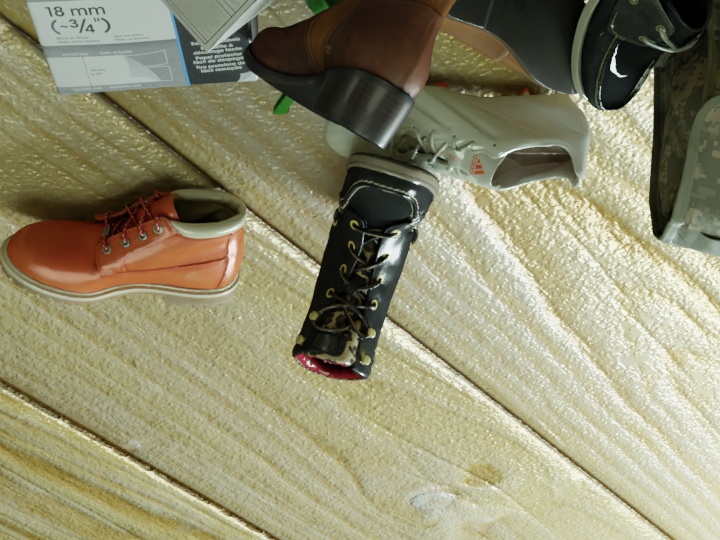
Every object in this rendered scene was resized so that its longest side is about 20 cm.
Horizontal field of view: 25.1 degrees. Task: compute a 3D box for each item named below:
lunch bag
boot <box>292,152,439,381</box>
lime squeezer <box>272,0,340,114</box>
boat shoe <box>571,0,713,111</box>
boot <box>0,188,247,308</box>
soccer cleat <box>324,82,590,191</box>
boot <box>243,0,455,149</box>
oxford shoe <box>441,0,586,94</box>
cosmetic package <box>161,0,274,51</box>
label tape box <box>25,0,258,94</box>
[{"bbox_3d":[0.289,-0.084,1.109,0.163,0.201,0.118,14,143,-6],"label":"lunch bag"},{"bbox_3d":[0.000,0.000,1.228,0.073,0.151,0.200,18,168,-4],"label":"boot"},{"bbox_3d":[-0.035,-0.181,1.122,0.070,0.038,0.200,12,147,13],"label":"lime squeezer"},{"bbox_3d":[0.198,-0.174,1.084,0.072,0.068,0.200,-14,147,-29],"label":"boat shoe"},{"bbox_3d":[-0.188,-0.028,1.302,0.199,0.075,0.107,1,143,-18],"label":"boot"},{"bbox_3d":[0.073,-0.097,1.203,0.199,0.078,0.069,-1,145,-1],"label":"soccer cleat"},{"bbox_3d":[0.016,-0.189,1.003,0.068,0.188,0.200,29,93,-23],"label":"boot"},{"bbox_3d":[0.094,-0.179,1.114,0.200,0.072,0.071,25,174,-43],"label":"oxford shoe"},{"bbox_3d":[-0.034,-0.206,0.947,0.051,0.200,0.082,49,130,-7],"label":"cosmetic package"},{"bbox_3d":[-0.149,-0.206,1.052,0.144,0.064,0.200,-4,145,2],"label":"label tape box"}]
